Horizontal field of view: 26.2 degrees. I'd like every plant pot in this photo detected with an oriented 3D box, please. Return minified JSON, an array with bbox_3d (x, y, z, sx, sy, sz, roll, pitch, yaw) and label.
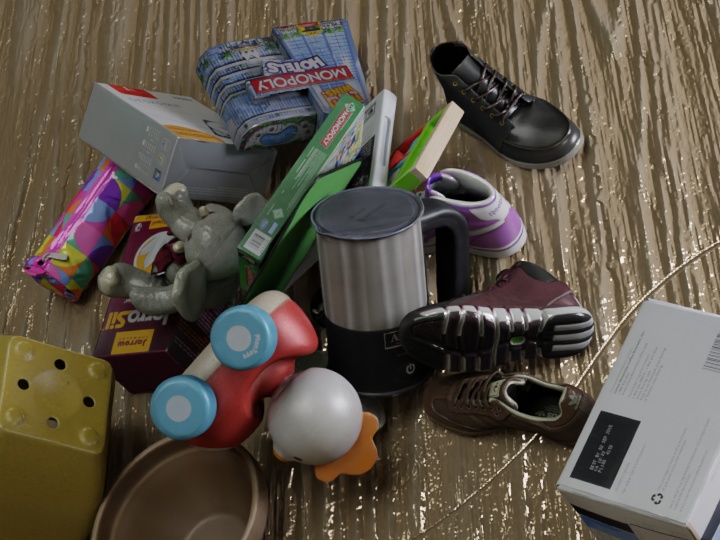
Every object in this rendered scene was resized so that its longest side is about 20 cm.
[{"bbox_3d":[-0.171,0.274,1.594,0.200,0.093,0.202,-16,49,20],"label":"plant pot"},{"bbox_3d":[-0.357,0.179,1.657,0.200,0.195,0.195,-47,33,44],"label":"plant pot"}]

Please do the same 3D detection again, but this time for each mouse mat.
[{"bbox_3d":[-0.069,-0.028,1.607,0.008,0.161,0.200,34,109,8],"label":"mouse mat"}]

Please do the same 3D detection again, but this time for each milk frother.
[{"bbox_3d":[0.000,0.000,1.628,0.199,0.189,0.180,17,34,35],"label":"milk frother"}]

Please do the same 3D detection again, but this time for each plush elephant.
[{"bbox_3d":[-0.177,-0.023,1.687,0.200,0.155,0.165,34,62,12],"label":"plush elephant"}]

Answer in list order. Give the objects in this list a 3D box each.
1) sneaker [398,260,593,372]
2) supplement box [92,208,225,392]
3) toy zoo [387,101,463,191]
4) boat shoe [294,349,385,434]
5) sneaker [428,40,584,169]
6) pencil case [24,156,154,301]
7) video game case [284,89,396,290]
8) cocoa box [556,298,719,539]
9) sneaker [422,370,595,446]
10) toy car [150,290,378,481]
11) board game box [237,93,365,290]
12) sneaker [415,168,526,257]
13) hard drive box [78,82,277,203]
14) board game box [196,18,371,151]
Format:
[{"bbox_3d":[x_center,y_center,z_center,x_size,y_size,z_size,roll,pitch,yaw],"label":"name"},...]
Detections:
[{"bbox_3d":[0.130,0.040,1.576,0.199,0.076,0.116,0,35,-10],"label":"sneaker"},{"bbox_3d":[-0.225,0.034,1.813,0.110,0.086,0.201,-6,54,27],"label":"supplement box"},{"bbox_3d":[0.028,-0.097,1.730,0.200,0.020,0.131,-38,16,43],"label":"toy zoo"},{"bbox_3d":[-0.055,0.126,1.656,0.200,0.074,0.061,36,121,28],"label":"boat shoe"},{"bbox_3d":[0.155,-0.185,1.729,0.200,0.106,0.075,28,74,42],"label":"sneaker"},{"bbox_3d":[-0.341,-0.054,1.954,0.088,0.088,0.200,17,66,39],"label":"pencil case"},{"bbox_3d":[-0.032,-0.088,1.753,0.200,0.023,0.182,-41,27,35],"label":"video game case"},{"bbox_3d":[0.288,0.152,1.375,0.133,0.131,0.201,13,65,37],"label":"cocoa box"},{"bbox_3d":[0.142,0.122,1.527,0.199,0.076,0.071,4,59,33],"label":"sneaker"},{"bbox_3d":[-0.076,0.141,1.527,0.200,0.184,0.177,42,96,6],"label":"toy car"},{"bbox_3d":[-0.062,-0.076,1.617,0.029,0.135,0.200,31,74,8],"label":"board game box"},{"bbox_3d":[0.076,-0.074,1.691,0.200,0.114,0.073,1,59,34],"label":"sneaker"},{"bbox_3d":[-0.226,-0.155,1.901,0.200,0.155,0.077,32,110,42],"label":"hard drive box"},{"bbox_3d":[-0.070,-0.211,1.869,0.199,0.062,0.200,-12,50,-25],"label":"board game box"}]
